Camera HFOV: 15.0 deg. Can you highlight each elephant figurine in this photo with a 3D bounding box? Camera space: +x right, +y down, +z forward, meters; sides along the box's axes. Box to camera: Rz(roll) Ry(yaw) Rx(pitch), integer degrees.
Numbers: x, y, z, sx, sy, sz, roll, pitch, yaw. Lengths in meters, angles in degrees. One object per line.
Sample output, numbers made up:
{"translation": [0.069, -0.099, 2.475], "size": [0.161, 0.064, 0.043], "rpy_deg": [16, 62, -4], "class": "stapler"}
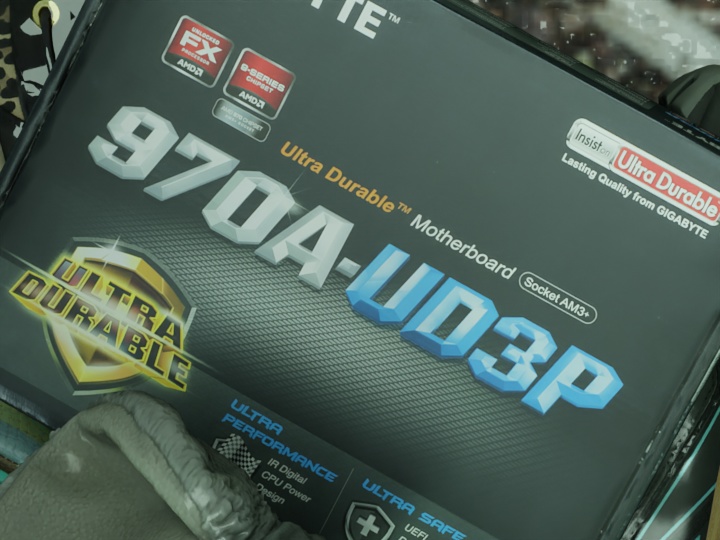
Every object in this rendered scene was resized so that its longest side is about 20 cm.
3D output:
{"translation": [-0.040, 0.103, 0.682], "size": [0.200, 0.141, 0.156], "rpy_deg": [-30, 78, 24], "class": "elephant figurine"}

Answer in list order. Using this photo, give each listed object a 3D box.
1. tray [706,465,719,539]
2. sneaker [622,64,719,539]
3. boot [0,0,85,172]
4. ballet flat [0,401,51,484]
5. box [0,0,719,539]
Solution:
{"translation": [0.153, 0.043, 0.755], "size": [0.098, 0.037, 0.201], "rpy_deg": [21, 67, -20], "class": "tray"}
{"translation": [0.091, 0.039, 0.813], "size": [0.079, 0.075, 0.201], "rpy_deg": [17, 98, -2], "class": "sneaker"}
{"translation": [-0.047, -0.070, 0.832], "size": [0.150, 0.073, 0.201], "rpy_deg": [-21, 78, 11], "class": "boot"}
{"translation": [-0.164, 0.013, 0.854], "size": [0.199, 0.074, 0.075], "rpy_deg": [22, 92, 6], "class": "ballet flat"}
{"translation": [0.000, 0.000, 0.760], "size": [0.199, 0.046, 0.159], "rpy_deg": [30, 101, 7], "class": "box"}
